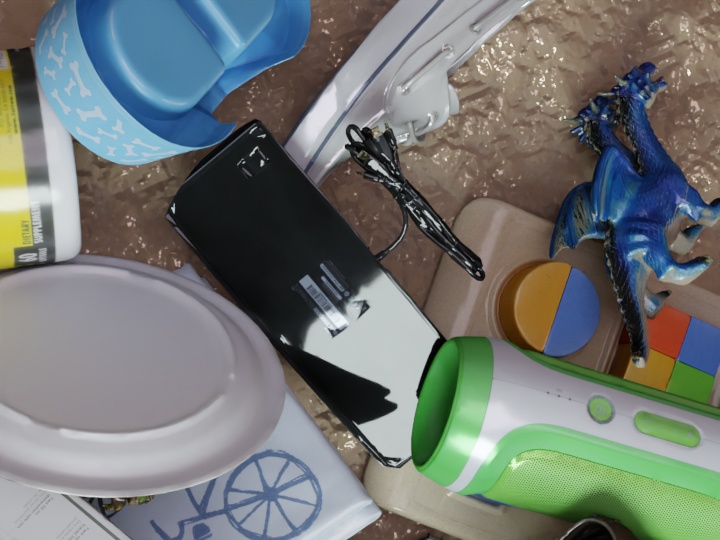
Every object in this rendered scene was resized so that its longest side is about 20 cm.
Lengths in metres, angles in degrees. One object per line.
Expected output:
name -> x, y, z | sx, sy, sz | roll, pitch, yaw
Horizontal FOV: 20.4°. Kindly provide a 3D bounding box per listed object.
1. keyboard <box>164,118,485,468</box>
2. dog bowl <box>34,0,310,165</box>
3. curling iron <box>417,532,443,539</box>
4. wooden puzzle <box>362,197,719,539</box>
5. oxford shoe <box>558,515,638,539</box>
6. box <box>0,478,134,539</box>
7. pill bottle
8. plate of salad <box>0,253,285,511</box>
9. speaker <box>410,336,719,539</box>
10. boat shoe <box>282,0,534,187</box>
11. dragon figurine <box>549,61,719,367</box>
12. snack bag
keyboard -> 0.000, 0.000, 1.071 | 0.127, 0.021, 0.200 | -38, 101, 14
dog bowl -> -0.099, -0.128, 1.045 | 0.112, 0.049, 0.200 | 52, 39, -15
curling iron -> 0.106, 0.191, 1.121 | 0.199, 0.026, 0.050 | 16, 86, -9
wooden puzzle -> 0.123, 0.076, 1.124 | 0.199, 0.046, 0.186 | 22, 82, -8
oxford shoe -> 0.078, 0.208, 0.987 | 0.201, 0.072, 0.084 | -61, 142, -19
box -> -0.201, 0.140, 0.998 | 0.200, 0.060, 0.117 | 34, 72, 26
pill bottle -> -0.250, -0.049, 1.029 | 0.199, 0.114, 0.115 | -8, 87, -11
plate of salad -> -0.138, 0.056, 1.017 | 0.199, 0.200, 0.048 | 7, 124, -10
speaker -> 0.131, 0.097, 1.049 | 0.199, 0.088, 0.089 | 17, 83, -12
boat shoe -> 0.026, -0.105, 1.106 | 0.065, 0.074, 0.200 | 40, 81, -1
dragon figurine -> 0.142, -0.028, 1.097 | 0.099, 0.059, 0.200 | 33, 52, -5
snack bag -> -0.119, 0.115, 1.045 | 0.200, 0.021, 0.189 | -35, 61, -11
